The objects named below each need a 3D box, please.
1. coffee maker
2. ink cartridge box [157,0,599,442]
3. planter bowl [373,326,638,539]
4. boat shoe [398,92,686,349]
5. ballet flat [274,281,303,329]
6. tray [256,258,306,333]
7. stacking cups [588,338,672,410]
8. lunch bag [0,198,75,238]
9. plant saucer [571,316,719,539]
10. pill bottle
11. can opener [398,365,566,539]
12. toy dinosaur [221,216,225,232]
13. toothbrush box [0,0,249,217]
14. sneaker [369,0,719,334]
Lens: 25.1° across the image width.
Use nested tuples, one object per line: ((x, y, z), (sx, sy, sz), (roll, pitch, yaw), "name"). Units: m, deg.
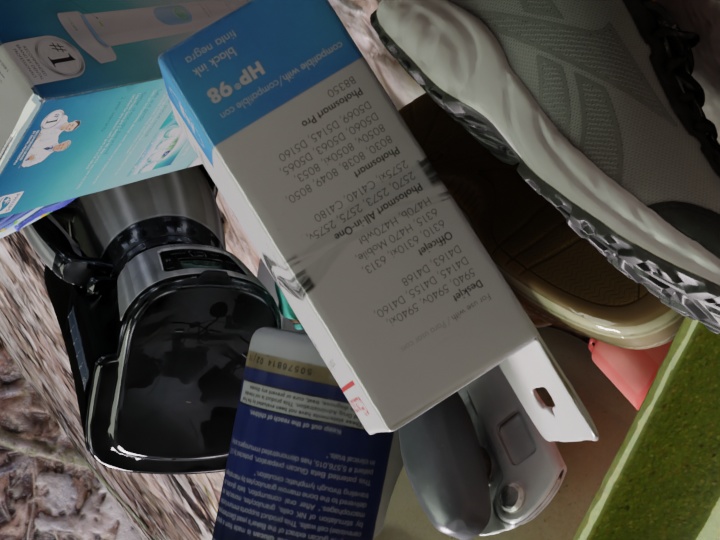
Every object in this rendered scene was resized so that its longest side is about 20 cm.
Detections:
((-0.121, 0.038, 1.016), (0.200, 0.135, 0.192), (-118, 14, -53), "coffee maker")
((0.003, -0.003, 0.626), (0.200, 0.067, 0.116), (58, 174, 4), "ink cartridge box")
((0.086, 0.145, 0.787), (0.200, 0.135, 0.200), (48, 161, 23), "planter bowl")
((0.073, -0.014, 0.642), (0.200, 0.072, 0.065), (40, 162, 55), "boat shoe")
((0.000, 0.000, 0.867), (0.200, 0.067, 0.070), (4, 113, 65), "ballet flat")
((-0.057, 0.076, 1.035), (0.107, 0.022, 0.200), (156, 123, -74), "tray")
((0.166, 0.089, 0.614), (0.200, 0.060, 0.061), (49, 162, 29), "stacking cups")
((-0.189, -0.116, 0.917), (0.161, 0.200, 0.082), (57, 169, -2), "lunch bag")
((0.172, 0.108, 0.531), (0.200, 0.048, 0.200), (43, 127, 33), "plant saucer")
((-0.024, 0.137, 0.879), (0.111, 0.111, 0.200), (-175, 96, -67), "pill bottle")
((0.036, 0.031, 0.737), (0.066, 0.053, 0.200), (28, -149, -42), "can opener")
((-0.128, -0.023, 1.195), (0.101, 0.058, 0.200), (-133, 21, -75), "toy dinosaur")
((-0.134, -0.119, 0.761), (0.146, 0.200, 0.085), (50, 127, 13), "toothbrush box")
((0.084, -0.050, 0.519), (0.200, 0.079, 0.074), (48, -174, 32), "sneaker")
